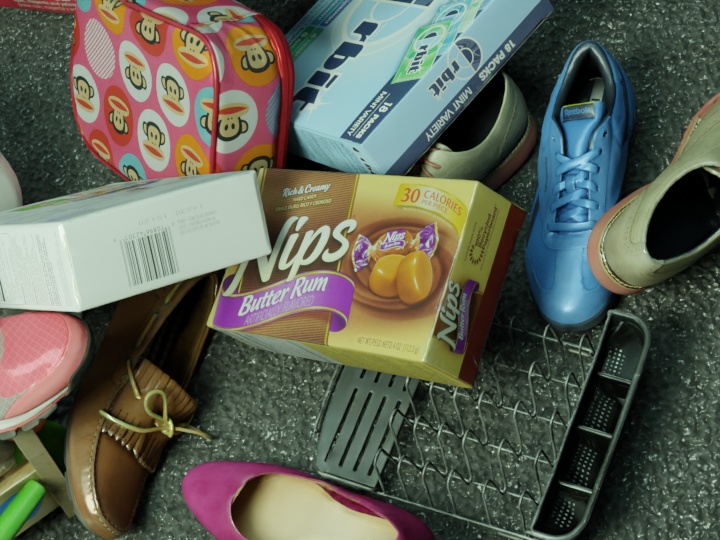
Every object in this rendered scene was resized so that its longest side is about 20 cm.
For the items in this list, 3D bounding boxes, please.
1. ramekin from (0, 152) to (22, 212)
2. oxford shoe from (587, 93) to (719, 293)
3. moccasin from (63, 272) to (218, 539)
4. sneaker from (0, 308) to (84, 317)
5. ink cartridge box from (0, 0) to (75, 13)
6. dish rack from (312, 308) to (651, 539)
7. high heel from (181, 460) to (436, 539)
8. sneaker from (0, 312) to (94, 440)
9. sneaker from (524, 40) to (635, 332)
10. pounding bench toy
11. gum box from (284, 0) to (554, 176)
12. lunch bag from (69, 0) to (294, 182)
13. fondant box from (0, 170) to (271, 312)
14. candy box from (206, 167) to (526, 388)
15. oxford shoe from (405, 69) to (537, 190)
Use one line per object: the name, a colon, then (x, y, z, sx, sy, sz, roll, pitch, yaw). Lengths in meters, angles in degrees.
ramekin: (-0.339, -0.037, 1.167, 0.200, 0.201, 0.098, -45, 63, -10)
oxford shoe: (0.231, -0.060, 1.025, 0.070, 0.075, 0.200, 45, 75, -7)
moccasin: (-0.140, 0.084, 1.098, 0.077, 0.074, 0.202, -3, 49, 27)
sneaker: (-0.270, 0.034, 1.166, 0.076, 0.081, 0.200, 33, 73, 34)
ink cartridge box: (-0.281, -0.329, 1.320, 0.144, 0.200, 0.146, 10, 63, 25)
dish rack: (0.070, 0.085, 1.025, 0.199, 0.055, 0.154, 14, 64, 23)
high heel: (-0.038, 0.145, 1.002, 0.199, 0.096, 0.068, 14, 65, 26)
sneaker: (-0.262, 0.058, 0.987, 0.199, 0.087, 0.074, -12, 53, 3)
sneaker: (0.141, -0.059, 1.079, 0.066, 0.078, 0.201, 2, 62, 18)
pounding bench toy: (-0.257, 0.143, 1.057, 0.156, 0.124, 0.200, -33, 54, -12)
gum box: (0.014, -0.149, 1.154, 0.170, 0.045, 0.200, -48, 33, -12)
lunch bag: (-0.132, -0.116, 1.165, 0.082, 0.177, 0.200, -16, 37, -35)
fondant box: (-0.173, -0.020, 1.076, 0.144, 0.058, 0.200, -18, 11, -34)
candy box: (0.000, 0.000, 1.042, 0.200, 0.056, 0.117, 8, 75, 44)
oxford shoe: (0.040, -0.056, 1.113, 0.070, 0.075, 0.200, 30, 74, 29)
